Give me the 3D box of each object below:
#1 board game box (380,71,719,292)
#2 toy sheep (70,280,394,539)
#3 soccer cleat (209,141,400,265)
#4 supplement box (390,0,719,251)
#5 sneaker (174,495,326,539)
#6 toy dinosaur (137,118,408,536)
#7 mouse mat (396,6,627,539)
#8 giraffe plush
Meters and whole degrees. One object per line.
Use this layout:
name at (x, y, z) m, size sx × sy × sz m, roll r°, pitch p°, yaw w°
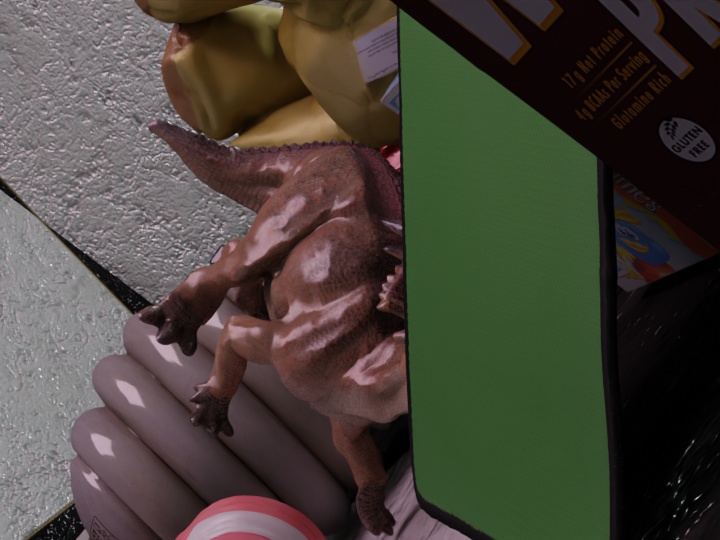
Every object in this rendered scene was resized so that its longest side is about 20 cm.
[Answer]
board game box at (0.111, -0.109, 0.686) m, size 0.200 × 0.105 × 0.103 m, roll -54°, pitch 4°, yaw -14°
toy sheep at (-0.055, 0.069, 0.949) m, size 0.200 × 0.138 × 0.138 m, roll -50°, pitch 4°, yaw -9°
soccer cleat at (0.021, -0.027, 1.058) m, size 0.200 × 0.085 × 0.069 m, roll -40°, pitch 46°, yaw -1°
supplement box at (0.091, -0.132, 0.436) m, size 0.198 × 0.200 × 0.133 m, roll -56°, pitch 4°, yaw -32°
sneaker at (-0.090, 0.171, 0.855) m, size 0.200 × 0.074 × 0.087 m, roll -52°, pitch 6°, yaw 21°
toy dinosaur at (0.000, 0.000, 0.809) m, size 0.136 × 0.086 × 0.201 m, roll -48°, pitch 51°, yaw 26°
mouse mat at (0.034, -0.027, 0.572) m, size 0.161 × 0.007 × 0.201 m, roll -166°, pitch 75°, yaw -74°
giraffe plush at (0.021, -0.125, 0.981) m, size 0.162 × 0.173 × 0.199 m, roll -37°, pitch 26°, yaw -34°
